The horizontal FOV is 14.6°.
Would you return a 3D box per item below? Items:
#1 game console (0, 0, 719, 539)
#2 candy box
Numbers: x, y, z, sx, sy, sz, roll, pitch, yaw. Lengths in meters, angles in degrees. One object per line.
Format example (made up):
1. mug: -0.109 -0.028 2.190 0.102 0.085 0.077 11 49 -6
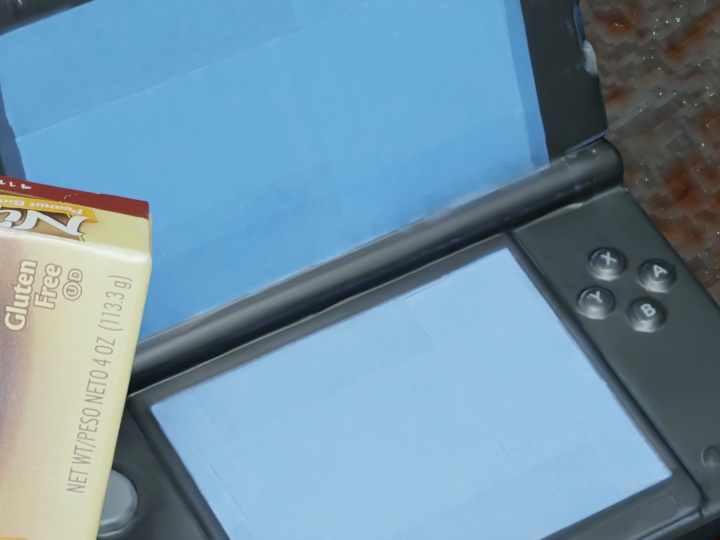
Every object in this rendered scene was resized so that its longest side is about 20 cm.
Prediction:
1. game console: 0.000 0.000 0.717 0.199 0.119 0.171 -24 57 -19
2. candy box: -0.122 0.075 0.652 0.115 0.055 0.201 11 103 -6
